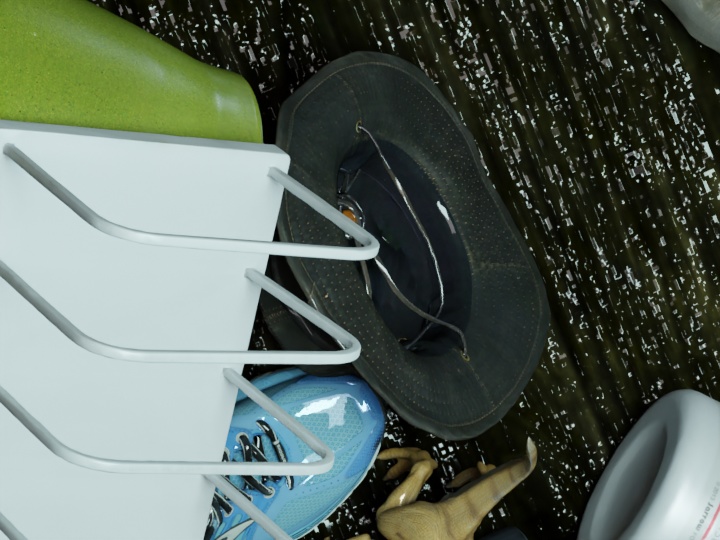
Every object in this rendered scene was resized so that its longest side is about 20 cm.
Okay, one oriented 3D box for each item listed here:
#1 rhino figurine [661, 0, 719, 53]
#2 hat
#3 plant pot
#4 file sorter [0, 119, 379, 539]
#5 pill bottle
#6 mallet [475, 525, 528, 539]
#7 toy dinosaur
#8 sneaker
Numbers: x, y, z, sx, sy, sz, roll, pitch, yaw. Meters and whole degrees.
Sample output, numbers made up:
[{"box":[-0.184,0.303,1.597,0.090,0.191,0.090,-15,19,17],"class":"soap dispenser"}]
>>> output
[{"box":[0.224,-0.111,1.412,0.087,0.060,0.200,-43,99,5],"class":"rhino figurine"},{"box":[0.000,0.000,1.337,0.081,0.201,0.201,-27,96,32],"class":"hat"},{"box":[-0.153,-0.046,1.280,0.193,0.200,0.201,12,87,-22],"class":"plant pot"},{"box":[-0.087,0.056,1.183,0.139,0.124,0.200,4,107,-32],"class":"file sorter"},{"box":[0.212,0.148,1.381,0.200,0.112,0.112,29,84,-10],"class":"pill bottle"},{"box":[0.072,0.175,1.312,0.066,0.200,0.041,-26,111,-4],"class":"mallet"},{"box":[0.039,0.119,1.341,0.060,0.106,0.200,38,122,-14],"class":"toy dinosaur"},{"box":[-0.072,0.111,1.334,0.200,0.090,0.078,-30,95,-10],"class":"sneaker"}]
